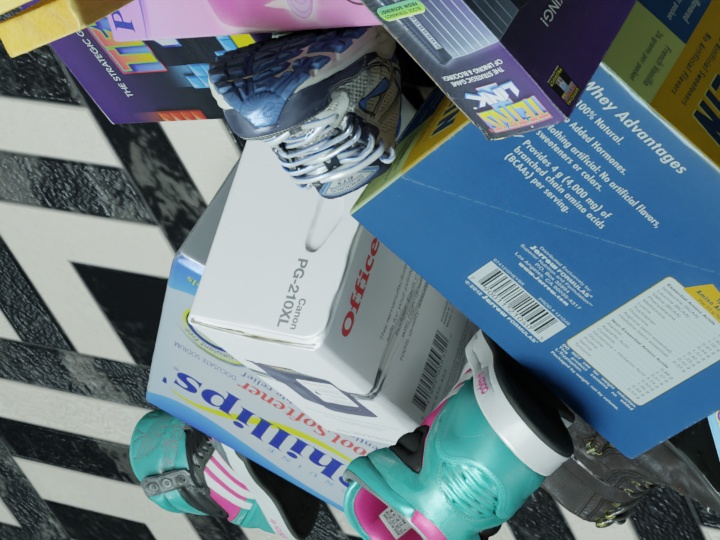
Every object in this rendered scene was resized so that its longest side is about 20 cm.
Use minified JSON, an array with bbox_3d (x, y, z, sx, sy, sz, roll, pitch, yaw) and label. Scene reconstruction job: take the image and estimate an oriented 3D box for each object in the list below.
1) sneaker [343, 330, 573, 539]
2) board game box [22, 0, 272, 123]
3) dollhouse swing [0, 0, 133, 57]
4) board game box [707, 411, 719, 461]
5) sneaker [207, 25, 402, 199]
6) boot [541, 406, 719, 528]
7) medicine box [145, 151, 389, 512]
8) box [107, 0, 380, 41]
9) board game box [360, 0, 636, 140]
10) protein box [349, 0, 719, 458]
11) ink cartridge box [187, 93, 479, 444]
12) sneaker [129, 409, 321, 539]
[{"bbox_3d":[0.050,0.103,1.474,0.084,0.121,0.200,48,-173,-2],"label":"sneaker"},{"bbox_3d":[-0.124,-0.170,1.535,0.165,0.057,0.200,-1,136,43],"label":"board game box"},{"bbox_3d":[-0.196,-0.195,1.278,0.176,0.182,0.200,-19,102,31],"label":"dollhouse swing"},{"bbox_3d":[0.269,0.090,1.400,0.056,0.200,0.196,2,155,-35],"label":"board game box"},{"bbox_3d":[-0.013,-0.076,1.334,0.077,0.200,0.085,-12,98,17],"label":"sneaker"},{"bbox_3d":[0.169,0.111,1.617,0.200,0.069,0.174,41,153,7],"label":"boot"},{"bbox_3d":[-0.024,0.045,1.730,0.182,0.103,0.200,29,150,7],"label":"medicine box"},{"bbox_3d":[-0.045,-0.209,1.313,0.200,0.097,0.176,2,116,43],"label":"box"},{"bbox_3d":[0.063,-0.184,1.201,0.165,0.200,0.057,45,147,-22],"label":"board game box"},{"bbox_3d":[0.144,-0.046,1.364,0.198,0.135,0.200,41,141,-10],"label":"protein box"},{"bbox_3d":[0.000,0.000,1.519,0.084,0.145,0.200,11,165,25],"label":"ink cartridge box"},{"bbox_3d":[-0.108,0.113,1.940,0.121,0.084,0.200,7,144,22],"label":"sneaker"}]
